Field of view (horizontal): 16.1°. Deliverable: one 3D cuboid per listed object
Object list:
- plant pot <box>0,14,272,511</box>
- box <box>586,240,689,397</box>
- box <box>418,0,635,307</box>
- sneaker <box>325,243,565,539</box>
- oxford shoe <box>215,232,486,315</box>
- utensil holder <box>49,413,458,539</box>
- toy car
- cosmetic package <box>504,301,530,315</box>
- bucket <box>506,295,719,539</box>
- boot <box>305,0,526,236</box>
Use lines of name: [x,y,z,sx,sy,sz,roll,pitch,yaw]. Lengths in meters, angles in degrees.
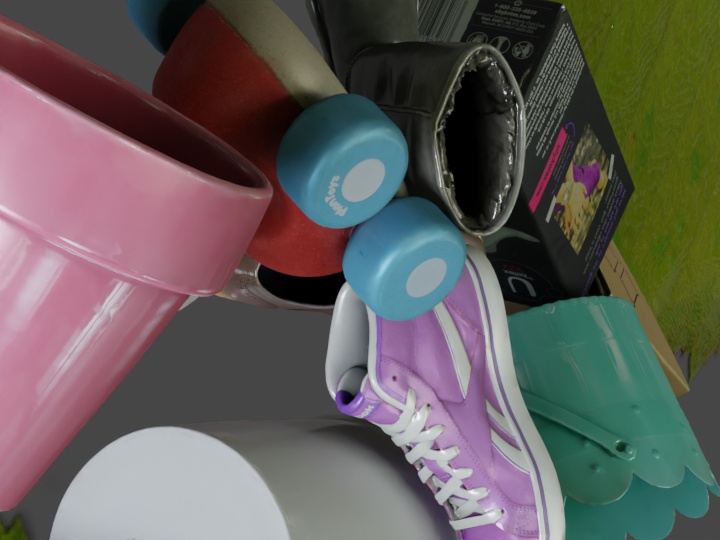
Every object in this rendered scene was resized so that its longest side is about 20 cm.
plant pot: [-0.162,-0.005,1.100,0.180,0.199,0.200,-62,154,7]
box: [0.162,-0.011,1.766,0.200,0.021,0.164,44,20,-59]
box: [0.080,-0.075,1.580,0.107,0.121,0.200,-64,151,-23]
sneaker: [0.036,0.093,1.385,0.114,0.072,0.202,-13,84,-42]
oxford shoe: [0.000,0.000,1.439,0.199,0.073,0.072,-2,105,-36]
utensil holder: [-0.052,0.163,1.398,0.200,0.169,0.171,7,97,-62]
toy car: [-0.086,-0.029,1.288,0.200,0.184,0.177,-39,143,-4]
cosmetic package: [0.106,0.105,1.773,0.201,0.071,0.105,-67,151,-16]
bucket: [0.113,0.114,1.612,0.207,0.206,0.136,20,47,-63]
boot: [0.026,-0.115,1.371,0.200,0.072,0.183,-153,-128,-78]
